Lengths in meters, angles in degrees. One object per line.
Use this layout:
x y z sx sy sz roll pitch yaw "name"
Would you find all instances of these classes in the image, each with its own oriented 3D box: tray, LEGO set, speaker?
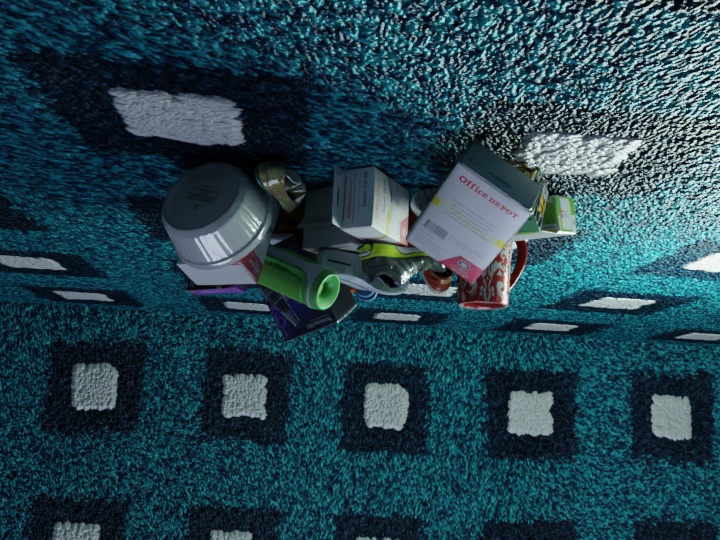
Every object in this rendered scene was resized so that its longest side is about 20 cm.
-0.141 -0.112 1.726 0.199 0.037 0.098 15 164 -42 "tray"
0.246 -0.147 1.365 0.199 0.116 0.154 -11 133 37 "LEGO set"
-0.139 0.008 1.490 0.199 0.089 0.088 22 179 31 "speaker"

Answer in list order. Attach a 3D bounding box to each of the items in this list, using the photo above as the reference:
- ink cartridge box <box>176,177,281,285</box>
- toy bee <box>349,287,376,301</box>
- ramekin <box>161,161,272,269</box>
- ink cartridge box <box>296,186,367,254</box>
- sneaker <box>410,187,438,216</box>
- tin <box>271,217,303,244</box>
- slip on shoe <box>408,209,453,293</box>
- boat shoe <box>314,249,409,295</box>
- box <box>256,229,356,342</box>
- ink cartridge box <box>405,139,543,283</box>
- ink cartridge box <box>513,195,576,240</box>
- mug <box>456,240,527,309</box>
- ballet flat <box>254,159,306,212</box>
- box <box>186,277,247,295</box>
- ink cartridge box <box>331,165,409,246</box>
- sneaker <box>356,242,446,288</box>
-0.252 -0.076 1.485 0.145 0.201 0.085 -1 148 23 "ink cartridge box"
-0.004 0.016 1.706 0.199 0.109 0.131 -18 166 -20 "toy bee"
-0.271 -0.108 1.400 0.201 0.203 0.094 -2 146 22 "ramekin"
-0.023 -0.092 1.563 0.128 0.126 0.200 -6 164 34 "ink cartridge box"
0.177 -0.110 1.531 0.199 0.075 0.082 10 157 -32 "sneaker"
-0.195 -0.079 1.725 0.111 0.042 0.200 4 169 -24 "tin"
0.138 -0.049 1.616 0.074 0.201 0.061 -18 161 -27 "slip on shoe"
0.000 0.000 1.544 0.199 0.074 0.067 20 166 -16 "boat shoe"
-0.124 0.028 1.619 0.147 0.201 0.104 -24 -172 30 "box"
0.189 -0.096 1.281 0.145 0.084 0.200 34 136 0 "ink cartridge box"
0.310 -0.100 1.469 0.147 0.076 0.199 -6 177 36 "ink cartridge box"
0.287 -0.021 1.647 0.176 0.202 0.133 4 168 -4 "mug"
-0.138 -0.158 1.443 0.070 0.071 0.200 1 168 12 "ballet flat"
-0.299 -0.049 1.659 0.136 0.201 0.039 -4 161 28 "box"
0.022 -0.120 1.438 0.067 0.117 0.200 -4 167 28 "ink cartridge box"
0.082 -0.005 1.501 0.199 0.082 0.074 4 171 -27 "sneaker"
